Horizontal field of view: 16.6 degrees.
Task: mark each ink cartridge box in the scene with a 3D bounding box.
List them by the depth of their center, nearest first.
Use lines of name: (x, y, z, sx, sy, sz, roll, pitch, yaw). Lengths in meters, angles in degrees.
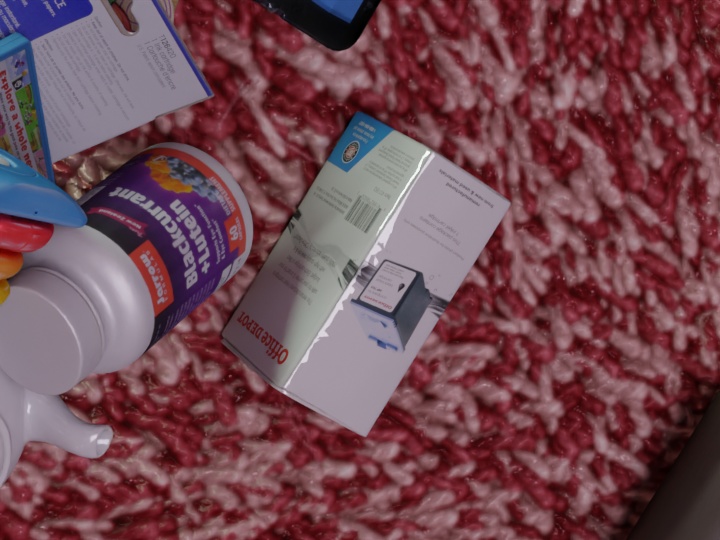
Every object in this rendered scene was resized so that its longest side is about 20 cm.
ink cartridge box: (-0.229, -0.160, 1.662, 0.199, 0.047, 0.198, -23, 128, 8)
ink cartridge box: (0.000, 0.000, 1.794, 0.086, 0.146, 0.201, 30, 92, -26)

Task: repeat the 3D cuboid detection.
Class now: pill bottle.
pill bottle: (-0.169, 0.001, 1.700, 0.200, 0.111, 0.112, -43, 120, -48)

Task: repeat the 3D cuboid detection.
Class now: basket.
basket: (0.292, 0.219, 1.968, 0.180, 0.136, 0.200, 39, 91, -20)

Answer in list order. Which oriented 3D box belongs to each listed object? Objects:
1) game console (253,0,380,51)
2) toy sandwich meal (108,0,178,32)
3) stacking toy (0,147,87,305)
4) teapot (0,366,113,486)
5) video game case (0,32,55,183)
game console: (-0.014, -0.272, 1.742, 0.118, 0.172, 0.201, 30, 91, 3)
toy sandwich meal: (-0.209, -0.216, 1.705, 0.204, 0.070, 0.207, -5, 105, -19)
stacking toy: (-0.274, 0.016, 1.591, 0.116, 0.109, 0.201, 11, 107, -53)
teapot: (-0.310, 0.111, 1.684, 0.200, 0.146, 0.197, -45, 129, 8)
video game case: (-0.292, -0.055, 1.629, 0.199, 0.018, 0.144, -31, 137, -28)
